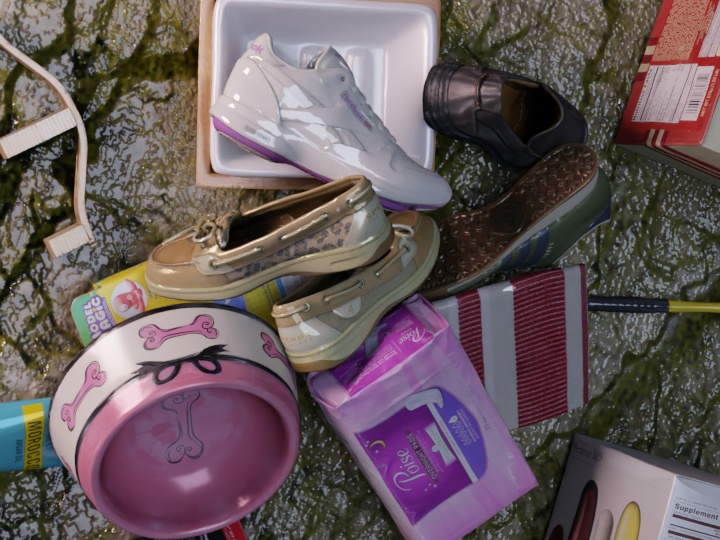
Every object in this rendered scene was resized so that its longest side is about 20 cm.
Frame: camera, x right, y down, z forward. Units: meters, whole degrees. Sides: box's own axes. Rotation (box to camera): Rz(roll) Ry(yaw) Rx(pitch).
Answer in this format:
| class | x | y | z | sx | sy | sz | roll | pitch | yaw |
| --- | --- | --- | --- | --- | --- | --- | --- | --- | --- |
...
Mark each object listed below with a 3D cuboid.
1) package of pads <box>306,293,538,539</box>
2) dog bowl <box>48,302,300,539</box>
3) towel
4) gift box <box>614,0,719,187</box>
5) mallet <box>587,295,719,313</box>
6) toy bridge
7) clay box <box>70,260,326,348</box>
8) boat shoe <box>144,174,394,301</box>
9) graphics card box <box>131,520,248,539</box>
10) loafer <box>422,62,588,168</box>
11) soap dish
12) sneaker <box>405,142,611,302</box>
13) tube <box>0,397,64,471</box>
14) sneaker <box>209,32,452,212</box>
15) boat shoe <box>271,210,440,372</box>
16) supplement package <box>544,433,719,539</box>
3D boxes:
| class | x | y | z | sx | sy | sz | roll | pitch | yaw |
| --- | --- | --- | --- | --- | --- | --- | --- | --- | --- |
| package of pads | 0.051 | 0.131 | 1.390 | 0.120 | 0.076 | 0.201 | -35 | 124 | -6 |
| dog bowl | -0.135 | 0.124 | 1.319 | 0.199 | 0.074 | 0.201 | -13 | 132 | -14 |
| towel | 0.101 | 0.077 | 1.445 | 0.199 | 0.023 | 0.145 | -15 | 120 | -17 |
| gift box | 0.353 | -0.139 | 1.445 | 0.186 | 0.200 | 0.186 | 20 | 93 | -20 |
| mallet | 0.275 | 0.031 | 1.520 | 0.198 | 0.066 | 0.041 | 3 | 93 | -3 |
| toy bridge | -0.250 | -0.108 | 1.337 | 0.067 | 0.027 | 0.201 | -28 | 103 | -15 |
| clay box | -0.126 | 0.036 | 1.379 | 0.199 | 0.048 | 0.116 | -22 | 100 | -14 |
| boat shoe | -0.075 | -0.028 | 1.293 | 0.199 | 0.073 | 0.063 | -13 | 123 | 14 |
| graphics card box | -0.170 | 0.278 | 1.351 | 0.199 | 0.051 | 0.126 | -19 | 63 | -17 |
| loafer | 0.135 | -0.122 | 1.402 | 0.199 | 0.072 | 0.073 | 6 | 90 | -50 |
| soap dish | -0.037 | -0.144 | 1.375 | 0.199 | 0.081 | 0.159 | 0 | 95 | -18 |
| sneaker | 0.128 | -0.020 | 1.445 | 0.200 | 0.067 | 0.090 | -34 | 142 | 7 |
| tube | -0.299 | 0.131 | 1.330 | 0.199 | 0.051 | 0.078 | -4 | 136 | -19 |
| sneaker | -0.010 | -0.110 | 1.304 | 0.199 | 0.075 | 0.100 | 25 | 88 | -18 |
| boat shoe | -0.002 | 0.001 | 1.365 | 0.201 | 0.073 | 0.063 | -46 | 121 | -40 |
| supplement package | 0.252 | 0.265 | 1.445 | 0.146 | 0.191 | 0.201 | 17 | 89 | -19 |
